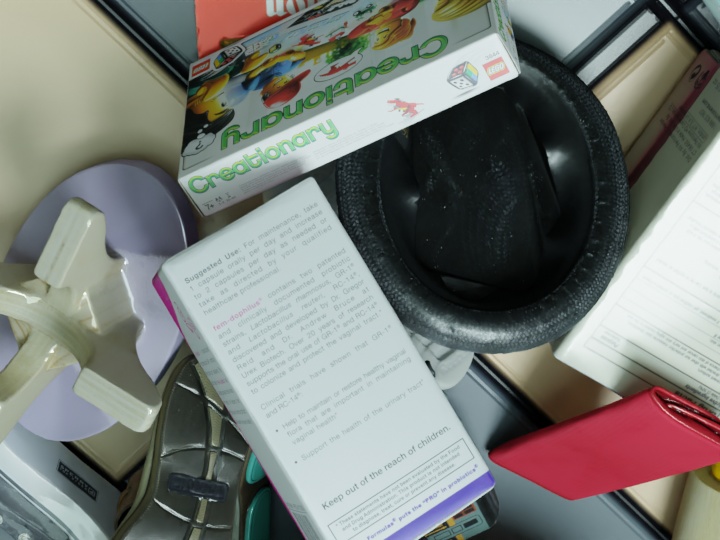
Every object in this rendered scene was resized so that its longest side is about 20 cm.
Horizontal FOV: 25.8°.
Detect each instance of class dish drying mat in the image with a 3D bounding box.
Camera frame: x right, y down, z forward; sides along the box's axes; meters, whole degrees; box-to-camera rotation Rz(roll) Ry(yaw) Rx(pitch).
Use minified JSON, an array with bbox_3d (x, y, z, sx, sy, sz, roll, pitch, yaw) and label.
[{"bbox_3d":[0.161,0.115,1.019,0.077,0.200,0.018,27,65,-15],"label":"dish drying mat"}]

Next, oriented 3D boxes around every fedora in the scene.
[{"bbox_3d":[0.067,-0.041,0.960,0.200,0.092,0.201,3,75,-11],"label":"fedora"}]

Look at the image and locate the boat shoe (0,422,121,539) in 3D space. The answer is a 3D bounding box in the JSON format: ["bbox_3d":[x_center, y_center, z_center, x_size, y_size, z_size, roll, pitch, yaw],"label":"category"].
[{"bbox_3d":[-0.203,0.179,1.078,0.068,0.072,0.200,-39,109,16],"label":"boat shoe"}]

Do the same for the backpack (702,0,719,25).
[{"bbox_3d":[0.273,-0.164,0.907,0.127,0.167,0.200,-37,103,18],"label":"backpack"}]

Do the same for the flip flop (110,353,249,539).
[{"bbox_3d":[-0.123,0.148,1.008,0.081,0.058,0.200,19,80,-25],"label":"flip flop"}]

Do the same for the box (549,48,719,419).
[{"bbox_3d":[0.218,-0.015,0.988,0.128,0.109,0.200,30,109,-15],"label":"box"}]

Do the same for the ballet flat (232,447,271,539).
[{"bbox_3d":[-0.085,0.136,1.070,0.064,0.067,0.200,19,111,19],"label":"ballet flat"}]

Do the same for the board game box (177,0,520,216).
[{"bbox_3d":[-0.010,-0.116,0.910,0.200,0.126,0.035,-24,126,15],"label":"board game box"}]

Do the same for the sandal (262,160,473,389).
[{"bbox_3d":[-0.004,0.005,1.020,0.050,0.082,0.203,-11,124,51],"label":"sandal"}]

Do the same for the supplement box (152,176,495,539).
[{"bbox_3d":[-0.025,0.061,0.893,0.103,0.101,0.200,-32,92,-12],"label":"supplement box"}]

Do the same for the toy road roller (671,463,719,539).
[{"bbox_3d":[0.329,0.189,1.088,0.200,0.146,0.123,23,116,29],"label":"toy road roller"}]

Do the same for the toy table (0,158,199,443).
[{"bbox_3d":[-0.185,0.032,0.973,0.184,0.117,0.200,20,108,12],"label":"toy table"}]

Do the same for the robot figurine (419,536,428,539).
[{"bbox_3d":[0.011,0.264,0.975,0.125,0.150,0.200,-8,99,-28],"label":"robot figurine"}]

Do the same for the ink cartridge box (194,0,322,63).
[{"bbox_3d":[-0.027,-0.203,0.937,0.160,0.047,0.200,-2,111,0],"label":"ink cartridge box"}]

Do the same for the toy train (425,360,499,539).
[{"bbox_3d":[0.016,0.124,1.031,0.114,0.085,0.200,-26,135,2],"label":"toy train"}]
